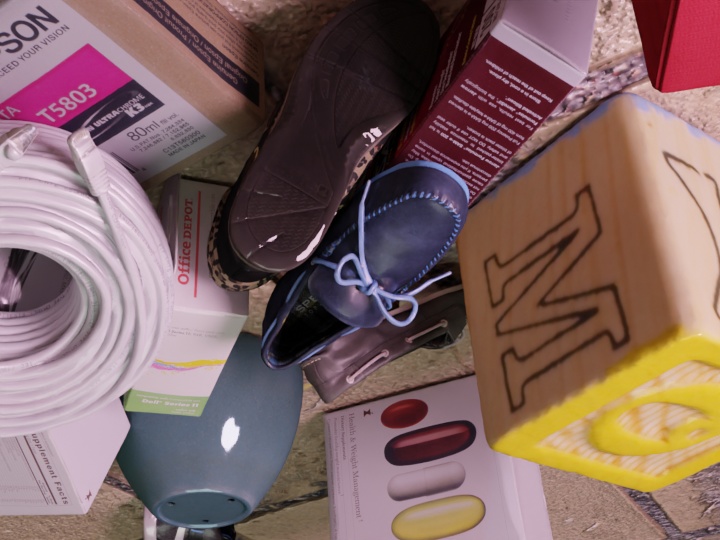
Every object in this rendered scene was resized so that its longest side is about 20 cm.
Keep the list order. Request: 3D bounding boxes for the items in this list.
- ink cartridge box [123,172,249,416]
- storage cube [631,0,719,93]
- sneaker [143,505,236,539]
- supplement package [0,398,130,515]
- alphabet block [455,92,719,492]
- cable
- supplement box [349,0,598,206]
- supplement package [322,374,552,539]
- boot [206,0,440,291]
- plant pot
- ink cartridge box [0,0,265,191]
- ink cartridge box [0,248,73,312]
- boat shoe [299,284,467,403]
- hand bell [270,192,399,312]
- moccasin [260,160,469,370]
[{"bbox_3d":[-0.129,0.014,0.794,0.066,0.118,0.201,9,144,-18],"label":"ink cartridge box"},{"bbox_3d":[0.204,-0.211,0.465,0.197,0.173,0.180,-8,148,3],"label":"storage cube"},{"bbox_3d":[-0.211,0.345,1.311,0.110,0.074,0.201,1,144,-6],"label":"sneaker"},{"bbox_3d":[-0.319,0.132,0.897,0.197,0.110,0.115,-4,123,14],"label":"supplement package"},{"bbox_3d":[0.208,0.026,0.786,0.194,0.202,0.196,19,140,-31],"label":"alphabet block"},{"bbox_3d":[-0.212,0.009,0.630,0.198,0.070,0.201,-25,130,0],"label":"cable"},{"bbox_3d":[0.065,-0.102,0.652,0.060,0.110,0.200,27,137,-11],"label":"supplement box"},{"bbox_3d":[0.082,0.238,1.087,0.198,0.193,0.147,-17,145,16],"label":"supplement package"},{"bbox_3d":[-0.031,-0.074,0.668,0.073,0.202,0.150,30,162,-9],"label":"boot"},{"bbox_3d":[-0.150,0.165,1.000,0.197,0.136,0.201,-4,146,-3],"label":"plant pot"},{"bbox_3d":[-0.183,-0.115,0.638,0.198,0.076,0.164,-24,143,27],"label":"ink cartridge box"},{"bbox_3d":[-0.276,0.013,0.754,0.198,0.084,0.145,17,173,-29],"label":"ink cartridge box"},{"bbox_3d":[0.039,0.059,0.884,0.198,0.058,0.067,-16,167,-27],"label":"boat shoe"},{"bbox_3d":[0.000,0.000,0.844,0.103,0.105,0.200,-15,157,14],"label":"hand bell"},{"bbox_3d":[0.001,0.010,0.662,0.080,0.069,0.200,30,138,-12],"label":"moccasin"}]
